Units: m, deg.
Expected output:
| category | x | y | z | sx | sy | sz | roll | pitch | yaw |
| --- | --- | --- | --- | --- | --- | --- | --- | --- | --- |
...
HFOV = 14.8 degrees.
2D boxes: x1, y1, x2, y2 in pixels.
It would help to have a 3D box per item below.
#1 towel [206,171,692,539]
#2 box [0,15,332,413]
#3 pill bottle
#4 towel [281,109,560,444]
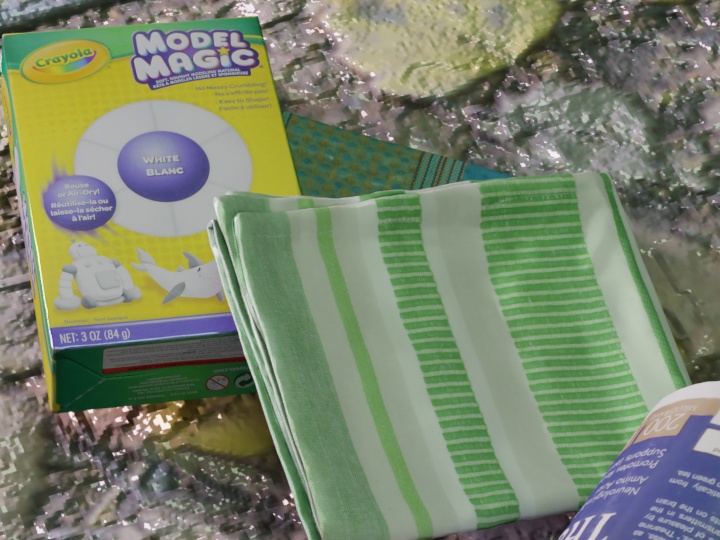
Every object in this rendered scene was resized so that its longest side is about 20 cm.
| category | x | y | z | sx | sy | sz | roll | pitch | yaw |
| --- | --- | --- | --- | --- | --- | --- | --- | --- | --- |
| towel | 0.044 | 0.030 | 1.108 | 0.200 | 0.023 | 0.153 | -5 | 65 | -34 |
| box | -0.086 | -0.037 | 1.160 | 0.117 | 0.048 | 0.200 | -6 | 50 | -12 |
| pill bottle | 0.109 | 0.143 | 1.016 | 0.111 | 0.111 | 0.200 | 28 | 52 | 15 |
| towel | 0.000 | 0.000 | 1.181 | 0.200 | 0.022 | 0.147 | 16 | 50 | 7 |
